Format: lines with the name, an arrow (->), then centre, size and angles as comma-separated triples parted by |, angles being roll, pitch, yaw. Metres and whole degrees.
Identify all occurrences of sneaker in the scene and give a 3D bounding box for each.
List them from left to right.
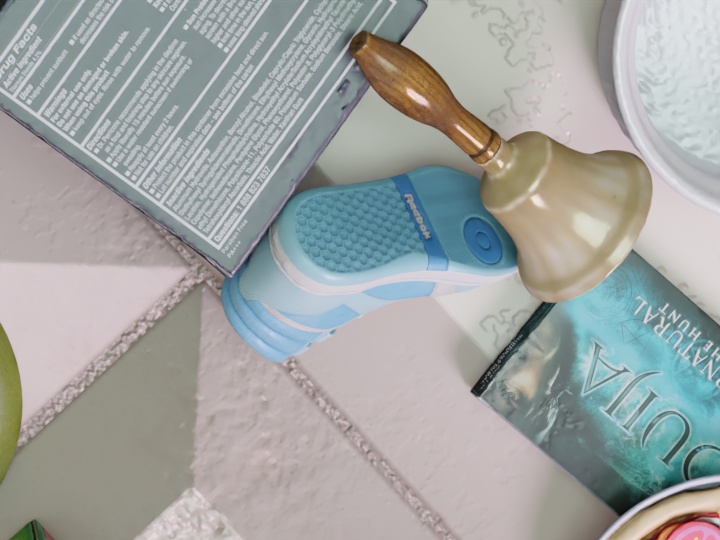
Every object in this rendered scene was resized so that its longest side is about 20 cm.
sneaker -> 0.000, 0.000, 1.667 | 0.199, 0.131, 0.080 | -1, 62, -40

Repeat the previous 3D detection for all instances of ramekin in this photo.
ramekin -> 0.239, -0.133, 1.667 | 0.199, 0.098, 0.202 | -1, 98, -9

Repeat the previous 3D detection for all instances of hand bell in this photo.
hand bell -> 0.066, -0.075, 1.583 | 0.200, 0.104, 0.104 | 36, 92, -32

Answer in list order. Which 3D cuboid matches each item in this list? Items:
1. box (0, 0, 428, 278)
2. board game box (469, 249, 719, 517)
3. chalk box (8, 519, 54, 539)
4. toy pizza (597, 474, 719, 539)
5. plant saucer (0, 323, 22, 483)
box -> -0.103, -0.139, 1.600 | 0.198, 0.123, 0.200 | 37, 90, -13
board game box -> 0.186, 0.089, 1.725 | 0.200, 0.028, 0.135 | 40, 90, -12
chalk box -> -0.195, 0.240, 1.641 | 0.200, 0.124, 0.124 | -42, 102, -2
toy pizza -> 0.225, 0.221, 1.725 | 0.199, 0.032, 0.201 | -4, 114, -9
plant saucer -> -0.303, 0.084, 1.648 | 0.199, 0.031, 0.201 | -1, 98, -8
